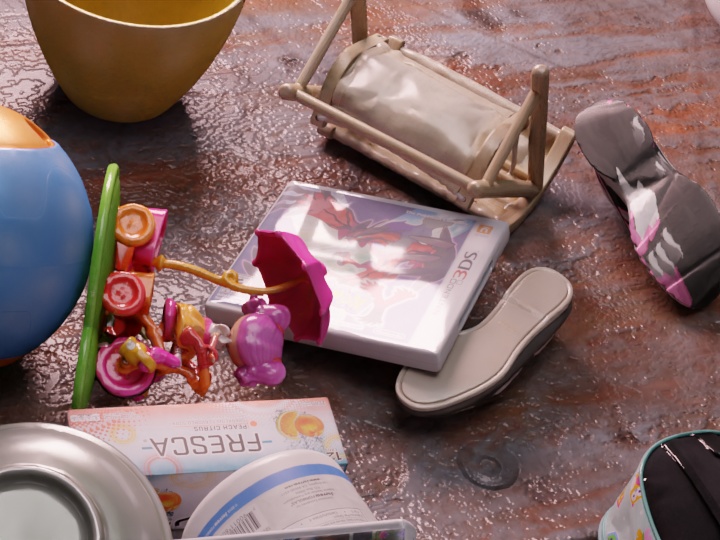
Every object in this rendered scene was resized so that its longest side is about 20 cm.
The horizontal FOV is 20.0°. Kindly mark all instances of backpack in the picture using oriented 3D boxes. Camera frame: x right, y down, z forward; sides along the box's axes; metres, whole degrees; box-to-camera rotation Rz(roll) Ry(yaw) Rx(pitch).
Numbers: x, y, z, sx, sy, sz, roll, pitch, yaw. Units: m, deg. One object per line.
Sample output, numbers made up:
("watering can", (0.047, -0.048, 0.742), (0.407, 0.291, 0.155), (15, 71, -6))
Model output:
("backpack", (0.257, 0.217, 1.425), (0.174, 0.154, 0.201), (1, 53, -18))

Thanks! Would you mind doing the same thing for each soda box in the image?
("soda box", (-0.113, 0.140, 1.469), (0.198, 0.064, 0.069), (-2, 44, -17))

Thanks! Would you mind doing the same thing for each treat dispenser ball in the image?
("treat dispenser ball", (-0.294, -0.025, 1.494), (0.199, 0.202, 0.202), (8, 42, -7))

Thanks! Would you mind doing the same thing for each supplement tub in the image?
("supplement tub", (-0.022, 0.229, 1.347), (0.131, 0.133, 0.200), (-15, 50, -29))

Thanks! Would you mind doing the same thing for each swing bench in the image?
("swing bench", (0.062, -0.133, 1.750), (0.198, 0.200, 0.130), (29, 84, 17))

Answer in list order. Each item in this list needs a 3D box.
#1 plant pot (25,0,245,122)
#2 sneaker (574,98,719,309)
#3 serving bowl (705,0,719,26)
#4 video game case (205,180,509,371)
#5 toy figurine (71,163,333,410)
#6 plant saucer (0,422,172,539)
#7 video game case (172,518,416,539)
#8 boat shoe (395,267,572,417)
("plant pot", (-0.202, -0.215, 1.771), (0.198, 0.143, 0.201), (8, 42, -8))
("sneaker", (0.262, -0.057, 1.787), (0.080, 0.086, 0.201), (-27, 71, 6))
("serving bowl", (0.434, -0.267, 2.074), (0.198, 0.066, 0.201), (8, 41, -7))
("video game case", (0.000, 0.000, 1.652), (0.198, 0.023, 0.183), (11, 39, 18))
("toy figurine", (-0.113, 0.031, 1.530), (0.182, 0.150, 0.202), (9, 65, -4))
("plant saucer", (-0.222, 0.187, 1.345), (0.198, 0.050, 0.202), (2, 64, -4))
("video game case", (-0.061, 0.252, 1.265), (0.198, 0.023, 0.183), (-9, 64, 25))
("boat shoe", (0.100, 0.070, 1.624), (0.067, 0.057, 0.200), (34, 50, 25))
